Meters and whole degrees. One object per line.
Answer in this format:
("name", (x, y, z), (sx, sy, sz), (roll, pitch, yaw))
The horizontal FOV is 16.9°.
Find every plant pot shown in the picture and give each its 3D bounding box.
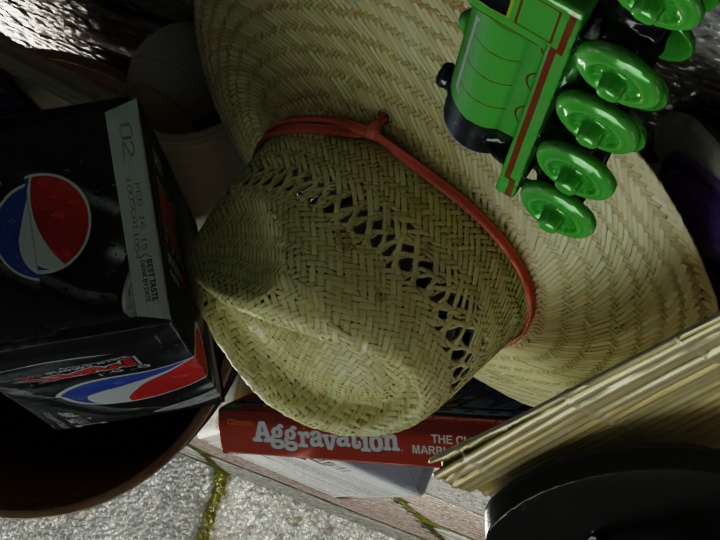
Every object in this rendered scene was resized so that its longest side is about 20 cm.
("plant pot", (-0.119, 0.008, 1.058), (0.186, 0.188, 0.200), (21, -178, 10))

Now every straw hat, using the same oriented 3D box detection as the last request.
("straw hat", (0.000, 0.000, 0.716), (0.201, 0.085, 0.201), (33, 152, 20))

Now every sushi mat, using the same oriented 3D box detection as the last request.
("sushi mat", (0.119, 0.027, 0.682), (0.095, 0.012, 0.200), (14, 146, -42))

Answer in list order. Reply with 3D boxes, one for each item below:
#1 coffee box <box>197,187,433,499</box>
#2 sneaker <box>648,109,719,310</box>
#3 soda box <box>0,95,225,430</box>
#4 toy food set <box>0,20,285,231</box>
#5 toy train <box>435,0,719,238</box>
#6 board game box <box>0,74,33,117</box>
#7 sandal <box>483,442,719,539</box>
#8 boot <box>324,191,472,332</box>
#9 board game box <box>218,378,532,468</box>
("coffee box", (-0.007, 0.034, 1.066), (0.079, 0.115, 0.200), (23, 172, -7))
("sneaker", (0.107, 0.007, 0.749), (0.080, 0.084, 0.200), (23, 170, -6))
("soda box", (-0.084, 0.004, 0.760), (0.063, 0.071, 0.200), (-10, 171, 0))
("toy food set", (-0.118, -0.074, 0.889), (0.199, 0.061, 0.144), (28, 163, 10))
("toy train", (0.051, -0.061, 0.560), (0.056, 0.042, 0.200), (31, 161, 5))
("board game box", (-0.199, -0.078, 0.869), (0.200, 0.032, 0.120), (17, 153, 40))
("sandal", (0.132, 0.103, 0.722), (0.199, 0.045, 0.075), (20, 141, -13))
("boot", (0.086, 0.012, 0.918), (0.199, 0.070, 0.132), (16, 170, -24))
("board game box", (0.062, 0.049, 0.844), (0.199, 0.020, 0.103), (2, -170, 29))
